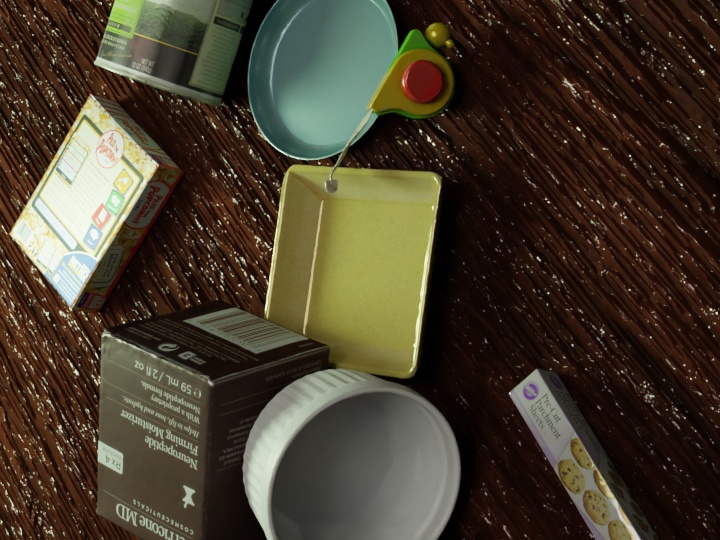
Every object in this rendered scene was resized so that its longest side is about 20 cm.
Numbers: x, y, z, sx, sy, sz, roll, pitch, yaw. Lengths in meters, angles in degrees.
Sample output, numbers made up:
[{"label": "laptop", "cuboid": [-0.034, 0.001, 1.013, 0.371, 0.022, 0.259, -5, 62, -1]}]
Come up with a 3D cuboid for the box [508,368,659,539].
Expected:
[{"label": "box", "cuboid": [0.202, 0.180, 1.510, 0.041, 0.039, 0.201, -42, 60, 23]}]

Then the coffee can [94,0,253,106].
[{"label": "coffee can", "cuboid": [-0.188, -0.294, 1.816, 0.146, 0.146, 0.201, 22, 96, 37]}]

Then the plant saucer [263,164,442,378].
[{"label": "plant saucer", "cuboid": [0.000, 0.000, 1.688, 0.199, 0.048, 0.201, 6, 87, 38]}]

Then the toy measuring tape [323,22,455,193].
[{"label": "toy measuring tape", "cuboid": [0.039, -0.151, 1.659, 0.073, 0.073, 0.201, 30, 90, 36]}]

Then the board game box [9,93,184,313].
[{"label": "board game box", "cuboid": [-0.305, -0.076, 1.933, 0.152, 0.046, 0.201, 45, 110, 33]}]

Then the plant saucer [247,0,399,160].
[{"label": "plant saucer", "cuboid": [-0.035, -0.212, 1.762, 0.199, 0.027, 0.202, -7, 78, 36]}]

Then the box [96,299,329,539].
[{"label": "box", "cuboid": [-0.147, 0.157, 1.667, 0.165, 0.164, 0.201, 19, 113, 38]}]

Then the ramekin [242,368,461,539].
[{"label": "ramekin", "cuboid": [-0.015, 0.188, 1.580, 0.105, 0.199, 0.201, 31, 102, 60]}]
